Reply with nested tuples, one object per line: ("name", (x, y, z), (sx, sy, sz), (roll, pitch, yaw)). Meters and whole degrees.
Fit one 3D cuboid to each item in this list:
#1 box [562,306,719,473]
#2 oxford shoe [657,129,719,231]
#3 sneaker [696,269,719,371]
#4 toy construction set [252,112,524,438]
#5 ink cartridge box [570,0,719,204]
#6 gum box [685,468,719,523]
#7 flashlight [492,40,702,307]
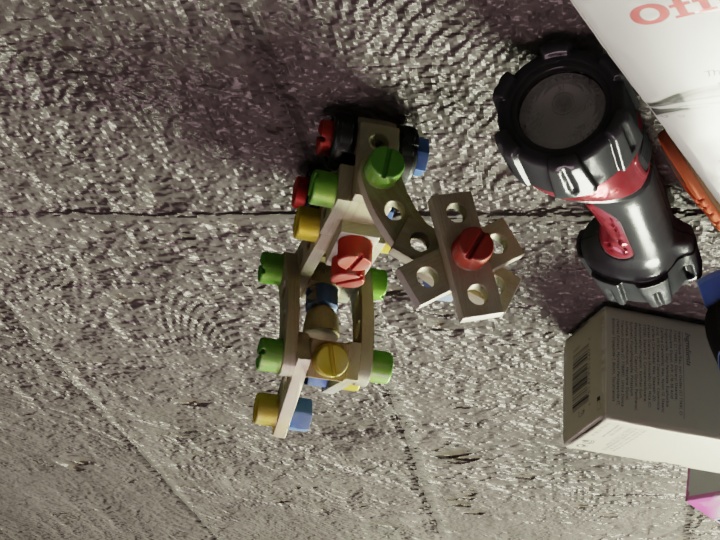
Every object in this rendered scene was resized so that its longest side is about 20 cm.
("box", (0.236, 0.086, 0.925), (0.199, 0.083, 0.068), (12, 154, -12))
("oxford shoe", (0.230, -0.033, 0.711), (0.200, 0.071, 0.073), (27, 119, -32))
("sneaker", (0.266, 0.047, 0.807), (0.199, 0.078, 0.070), (8, 156, -38))
("toy construction set", (0.000, 0.000, 0.722), (0.092, 0.132, 0.200), (16, 153, -24))
("ink cartridge box", (0.180, -0.101, 0.528), (0.144, 0.085, 0.200), (-11, 152, 29))
("gum box", (0.347, 0.151, 1.037), (0.113, 0.066, 0.200), (35, 144, -30))
("flashlight", (0.119, -0.037, 0.706), (0.068, 0.068, 0.200), (-38, 152, 1))
